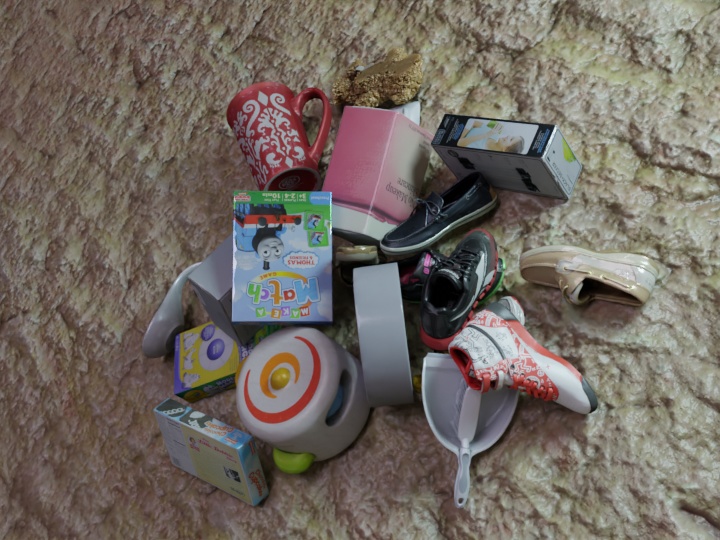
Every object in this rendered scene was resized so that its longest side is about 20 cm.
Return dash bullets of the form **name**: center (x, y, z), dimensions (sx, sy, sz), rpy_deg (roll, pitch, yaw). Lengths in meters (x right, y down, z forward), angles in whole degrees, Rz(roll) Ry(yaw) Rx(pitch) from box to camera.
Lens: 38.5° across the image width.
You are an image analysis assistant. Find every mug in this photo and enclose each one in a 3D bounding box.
- **mug**: center (-0.137, -0.230, 1.809), dimensions (0.178, 0.133, 0.201), rpy_deg (-47, 49, 32)

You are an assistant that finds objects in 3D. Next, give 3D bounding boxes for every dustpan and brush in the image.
- **dustpan and brush**: center (0.144, 0.221, 1.409), dimensions (0.057, 0.139, 0.201), rpy_deg (-125, 41, -75)

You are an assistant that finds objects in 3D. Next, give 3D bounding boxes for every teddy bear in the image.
- **teddy bear**: center (0.032, -0.327, 1.805), dimensions (0.199, 0.067, 0.145), rpy_deg (-9, 42, 31)

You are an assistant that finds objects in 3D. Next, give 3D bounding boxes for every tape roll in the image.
- **tape roll**: center (0.033, 0.092, 1.471), dimensions (0.066, 0.201, 0.201), rpy_deg (-7, 58, 2)

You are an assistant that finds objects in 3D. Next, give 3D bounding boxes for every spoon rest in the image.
- **spoon rest**: center (-0.319, 0.067, 1.807), dimensions (0.060, 0.099, 0.200), rpy_deg (29, 74, 19)

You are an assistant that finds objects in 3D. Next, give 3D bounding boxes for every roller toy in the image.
- **roller toy**: center (-0.089, 0.181, 1.548), dimensions (0.182, 0.140, 0.200), rpy_deg (-35, 50, 12)

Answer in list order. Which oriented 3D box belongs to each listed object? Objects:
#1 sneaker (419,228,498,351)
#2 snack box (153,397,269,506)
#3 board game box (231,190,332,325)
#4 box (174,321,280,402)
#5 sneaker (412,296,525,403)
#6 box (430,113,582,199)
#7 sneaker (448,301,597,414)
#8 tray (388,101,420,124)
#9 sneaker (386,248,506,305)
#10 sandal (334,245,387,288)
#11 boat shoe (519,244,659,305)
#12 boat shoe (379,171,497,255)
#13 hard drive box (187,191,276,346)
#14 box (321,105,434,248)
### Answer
- **sneaker**: center (0.138, 0.011, 1.431), dimensions (0.071, 0.098, 0.201), rpy_deg (16, 59, 23)
- **snack box**: center (-0.234, 0.281, 1.608), dimensions (0.199, 0.117, 0.037), rpy_deg (16, 40, 38)
- **board game box**: center (-0.117, -0.019, 1.549), dimensions (0.150, 0.037, 0.201), rpy_deg (0, 78, -5)
- **box**: center (-0.221, 0.136, 1.725), dimensions (0.199, 0.048, 0.118), rpy_deg (-20, 55, 22)
- **sneaker**: center (0.154, 0.116, 1.451), dimensions (0.200, 0.082, 0.078), rpy_deg (-50, 35, -2)
- **box**: center (0.220, -0.173, 1.555), dimensions (0.199, 0.117, 0.060), rpy_deg (13, 70, 39)
- **sneaker**: center (0.209, 0.142, 1.368), dimensions (0.108, 0.067, 0.201), rpy_deg (-38, 71, -25)
- **tray**: center (0.045, -0.197, 1.747), dimensions (0.107, 0.022, 0.201), rpy_deg (-11, 59, 30)
- **sneaker**: center (0.122, 0.010, 1.538), dimensions (0.199, 0.084, 0.077), rpy_deg (-7, 62, 31)
- **sandal**: center (0.000, 0.000, 1.563), dimensions (0.080, 0.200, 0.054), rpy_deg (-6, 82, 4)
- **boat shoe**: center (0.305, 0.012, 1.421), dimensions (0.199, 0.074, 0.069), rpy_deg (3, 61, 34)
- **boat shoe**: center (0.114, -0.088, 1.574), dimensions (0.199, 0.062, 0.075), rpy_deg (-29, 30, -5)
- **hard drive box**: center (-0.162, -0.001, 1.650), dimensions (0.077, 0.156, 0.200), rpy_deg (34, 69, 26)
- **box**: center (0.023, -0.144, 1.635), dimensions (0.109, 0.128, 0.201), rpy_deg (12, 85, 34)
